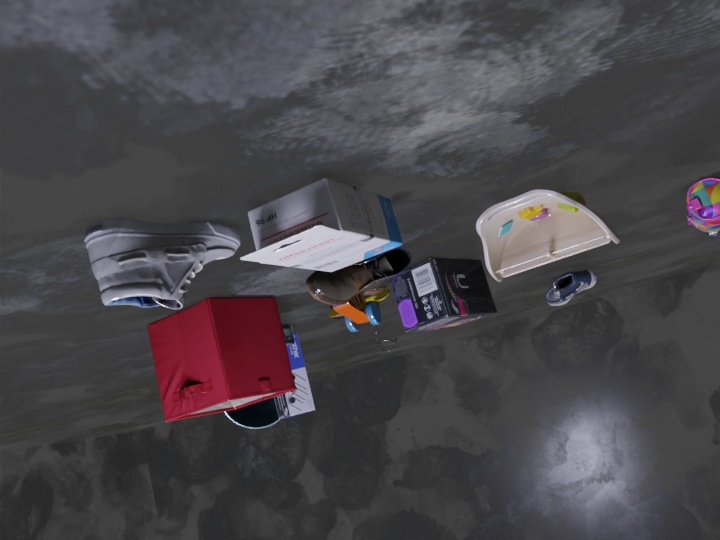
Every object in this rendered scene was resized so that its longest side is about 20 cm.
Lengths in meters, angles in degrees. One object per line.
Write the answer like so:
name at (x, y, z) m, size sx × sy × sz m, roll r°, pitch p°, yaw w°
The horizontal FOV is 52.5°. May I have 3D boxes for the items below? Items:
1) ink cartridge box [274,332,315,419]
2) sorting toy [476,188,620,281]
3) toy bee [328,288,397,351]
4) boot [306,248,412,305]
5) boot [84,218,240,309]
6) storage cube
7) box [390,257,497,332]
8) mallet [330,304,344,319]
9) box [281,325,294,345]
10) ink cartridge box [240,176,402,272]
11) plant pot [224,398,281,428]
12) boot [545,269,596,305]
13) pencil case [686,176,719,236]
ink cartridge box at (-0.182, 0.266, 1.843) m, size 0.094 × 0.200 × 0.044 m, roll -13°, pitch 168°, yaw -8°
sorting toy at (0.259, -0.074, 1.093) m, size 0.200 × 0.107 × 0.180 m, roll -20°, pitch 160°, yaw 26°
toy bee at (-0.001, 0.074, 1.482) m, size 0.131 × 0.109 × 0.200 m, roll -8°, pitch 144°, yaw 5°
boot at (0.000, 0.000, 1.196) m, size 0.097 × 0.075 × 0.200 m, roll -37°, pitch 165°, yaw 33°
boot at (-0.213, -0.001, 0.829) m, size 0.074 × 0.096 × 0.200 m, roll -24°, pitch 165°, yaw 39°
storage cube at (-0.248, 0.155, 1.305) m, size 0.171 × 0.180 × 0.200 m, roll -23°, pitch 165°, yaw 33°
box at (0.169, 0.048, 1.459) m, size 0.106 × 0.122 × 0.200 m, roll -24°, pitch 165°, yaw 35°
mallet at (-0.028, 0.090, 1.635) m, size 0.066 × 0.041 × 0.200 m, roll -12°, pitch 172°, yaw 1°
box at (-0.272, 0.169, 1.662) m, size 0.159 × 0.046 × 0.200 m, roll -22°, pitch 166°, yaw 30°
ink cartridge box at (-0.048, -0.052, 0.865) m, size 0.116 × 0.068 × 0.200 m, roll -21°, pitch 167°, yaw 25°
plant pot at (-0.290, 0.315, 2.010) m, size 0.200 × 0.200 × 0.188 m, roll -13°, pitch -177°, yaw -11°
boot at (0.589, 0.049, 2.138) m, size 0.090 × 0.073 × 0.200 m, roll 0°, pitch 154°, yaw -28°
pencil case at (0.666, -0.121, 1.394) m, size 0.088 × 0.088 × 0.200 m, roll -20°, pitch 166°, yaw 22°
